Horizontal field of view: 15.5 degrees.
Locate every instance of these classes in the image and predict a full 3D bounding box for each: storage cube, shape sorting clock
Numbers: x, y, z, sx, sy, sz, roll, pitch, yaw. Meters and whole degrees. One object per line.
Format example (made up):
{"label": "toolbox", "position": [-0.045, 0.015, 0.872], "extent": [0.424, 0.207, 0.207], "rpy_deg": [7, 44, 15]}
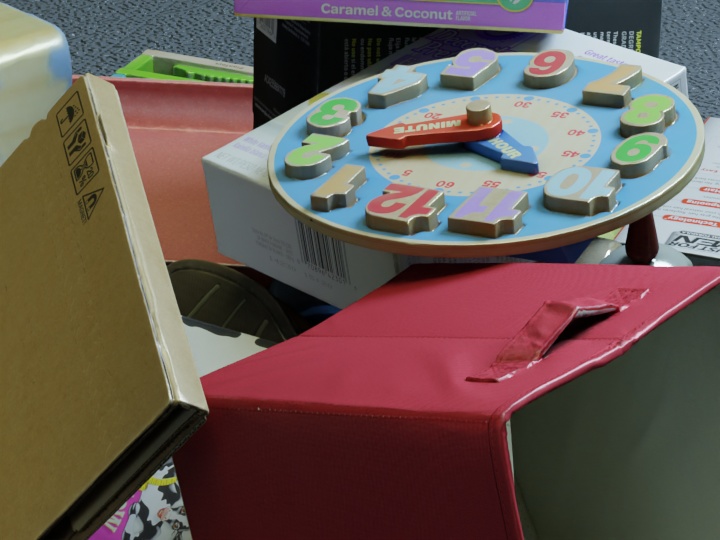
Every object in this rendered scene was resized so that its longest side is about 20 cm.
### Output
{"label": "storage cube", "position": [0.053, 0.107, 1.063], "extent": [0.179, 0.201, 0.171], "rpy_deg": [2, 20, 42]}
{"label": "shape sorting clock", "position": [0.056, -0.058, 1.201], "extent": [0.198, 0.039, 0.200], "rpy_deg": [-6, 31, 4]}

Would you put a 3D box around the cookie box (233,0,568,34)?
{"label": "cookie box", "position": [0.027, -0.184, 1.387], "extent": [0.170, 0.076, 0.200], "rpy_deg": [4, 18, 3]}

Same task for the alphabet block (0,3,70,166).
{"label": "alphabet block", "position": [-0.280, -0.037, 1.362], "extent": [0.199, 0.197, 0.196], "rpy_deg": [-23, 32, -39]}

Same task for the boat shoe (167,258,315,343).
{"label": "boat shoe", "position": [-0.028, 0.064, 1.313], "extent": [0.200, 0.072, 0.068], "rpy_deg": [36, 3, 34]}

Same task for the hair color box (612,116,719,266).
{"label": "hair color box", "position": [0.218, -0.021, 1.513], "extent": [0.101, 0.062, 0.200], "rpy_deg": [10, 26, 20]}

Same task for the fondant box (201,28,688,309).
{"label": "fondant box", "position": [0.044, -0.053, 1.292], "extent": [0.199, 0.059, 0.144], "rpy_deg": [-30, 36, -33]}

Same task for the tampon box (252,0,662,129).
{"label": "tampon box", "position": [0.051, -0.109, 1.492], "extent": [0.199, 0.127, 0.150], "rpy_deg": [-3, 16, -16]}

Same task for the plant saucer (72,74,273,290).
{"label": "plant saucer", "position": [-0.119, -0.048, 1.560], "extent": [0.198, 0.037, 0.200], "rpy_deg": [4, 34, 2]}

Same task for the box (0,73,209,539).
{"label": "box", "position": [-0.140, 0.037, 1.106], "extent": [0.021, 0.163, 0.201], "rpy_deg": [25, 31, -37]}

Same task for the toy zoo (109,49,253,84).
{"label": "toy zoo", "position": [-0.124, -0.091, 1.698], "extent": [0.130, 0.021, 0.200], "rpy_deg": [11, 27, 20]}

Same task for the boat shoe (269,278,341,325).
{"label": "boat shoe", "position": [0.000, 0.000, 1.354], "extent": [0.084, 0.069, 0.200], "rpy_deg": [20, -9, -28]}

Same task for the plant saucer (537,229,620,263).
{"label": "plant saucer", "position": [0.072, -0.029, 1.562], "extent": [0.198, 0.031, 0.200], "rpy_deg": [0, 26, 0]}

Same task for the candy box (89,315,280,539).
{"label": "candy box", "position": [-0.128, 0.096, 1.170], "extent": [0.199, 0.072, 0.168], "rpy_deg": [14, 54, 28]}

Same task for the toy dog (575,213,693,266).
{"label": "toy dog", "position": [0.118, 0.050, 1.230], "extent": [0.131, 0.097, 0.201], "rpy_deg": [-6, 50, 11]}
